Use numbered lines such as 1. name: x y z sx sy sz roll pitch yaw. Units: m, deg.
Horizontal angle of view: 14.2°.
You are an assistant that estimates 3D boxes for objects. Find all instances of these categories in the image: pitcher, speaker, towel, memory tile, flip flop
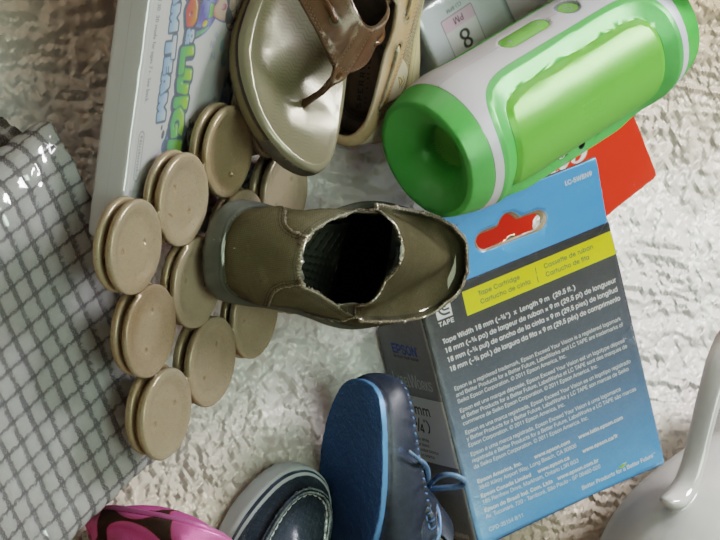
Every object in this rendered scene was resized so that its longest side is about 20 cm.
1. pitcher: 0.218 0.146 1.812 0.200 0.121 0.172 -56 140 -27
2. speaker: 0.107 -0.106 1.682 0.200 0.088 0.089 -32 112 -34
3. towel: -0.192 0.044 1.515 0.166 0.085 0.200 -45 123 -36
4. memory tile: -0.081 -0.008 1.554 0.200 0.017 0.154 -48 137 -48
5. flip flop: -0.012 -0.149 1.567 0.081 0.057 0.200 33 68 -36

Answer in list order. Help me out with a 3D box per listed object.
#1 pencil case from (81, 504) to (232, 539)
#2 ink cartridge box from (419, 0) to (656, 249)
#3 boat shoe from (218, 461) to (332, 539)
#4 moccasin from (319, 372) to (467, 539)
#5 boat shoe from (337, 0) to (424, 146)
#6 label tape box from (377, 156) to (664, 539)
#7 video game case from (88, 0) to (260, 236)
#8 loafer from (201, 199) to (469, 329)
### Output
1. pencil case: -0.131 0.227 1.576 0.091 0.093 0.201 60 44 -79
2. ink cartridge box: 0.112 -0.107 1.766 0.162 0.057 0.200 -37 110 -31
3. boat shoe: -0.048 0.206 1.633 0.071 0.091 0.201 34 72 -34
4. moccasin: 0.019 0.152 1.699 0.068 0.080 0.201 -12 114 -29
5. boat shoe: 0.006 -0.170 1.648 0.065 0.071 0.201 -24 115 -73
6. label tape box: 0.091 0.046 1.740 0.144 0.063 0.201 -21 106 -28
7. video game case: -0.081 -0.119 1.561 0.182 0.024 0.201 -7 106 -65
8. loafer: 0.000 0.000 1.583 0.200 0.070 0.075 -1 98 -50
